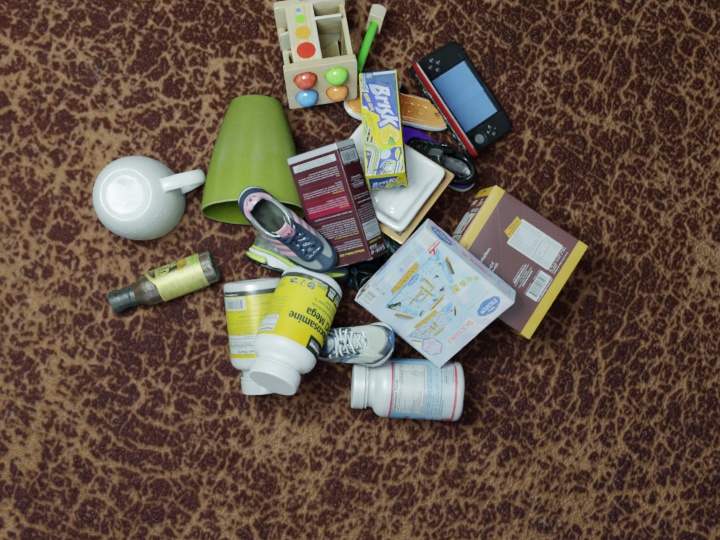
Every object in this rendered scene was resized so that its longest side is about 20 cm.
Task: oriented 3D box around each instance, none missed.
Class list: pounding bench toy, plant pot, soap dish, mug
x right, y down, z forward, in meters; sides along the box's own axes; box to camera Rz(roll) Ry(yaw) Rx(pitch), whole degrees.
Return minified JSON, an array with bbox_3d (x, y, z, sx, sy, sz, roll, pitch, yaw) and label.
[{"bbox_3d":[-0.040,-0.383,1.477,0.199,0.124,0.157,-10,71,-3],"label":"pounding bench toy"},{"bbox_3d":[-0.186,-0.199,1.482,0.186,0.187,0.202,0,81,-3],"label":"plant pot"},{"bbox_3d":[0.041,-0.152,1.487,0.199,0.081,0.158,34,78,17],"label":"soap dish"},{"bbox_3d":[-0.366,-0.135,1.464,0.199,0.175,0.149,-18,93,-3],"label":"mug"}]

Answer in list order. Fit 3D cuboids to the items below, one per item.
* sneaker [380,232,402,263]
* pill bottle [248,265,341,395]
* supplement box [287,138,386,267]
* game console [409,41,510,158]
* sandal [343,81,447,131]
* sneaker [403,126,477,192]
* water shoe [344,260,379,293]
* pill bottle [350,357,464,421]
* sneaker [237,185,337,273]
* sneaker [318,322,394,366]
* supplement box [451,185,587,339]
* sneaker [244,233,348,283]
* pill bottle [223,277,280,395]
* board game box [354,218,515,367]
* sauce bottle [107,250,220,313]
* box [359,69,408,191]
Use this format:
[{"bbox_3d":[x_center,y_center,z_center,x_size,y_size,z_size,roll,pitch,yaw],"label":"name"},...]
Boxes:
[{"bbox_3d":[0.051,-0.044,1.541,0.079,0.075,0.201,-14,83,-12],"label":"sneaker"},{"bbox_3d":[-0.113,0.102,1.424,0.112,0.113,0.201,23,63,-4],"label":"pill bottle"},{"bbox_3d":[-0.039,-0.110,1.422,0.108,0.061,0.201,-12,99,34],"label":"supplement box"},{"bbox_3d":[0.185,-0.311,1.495,0.172,0.119,0.201,-36,94,-23],"label":"game console"},{"bbox_3d":[0.074,-0.310,1.533,0.205,0.059,0.080,8,67,-7],"label":"sandal"},{"bbox_3d":[0.127,-0.212,1.525,0.199,0.100,0.070,25,90,0],"label":"sneaker"},{"bbox_3d":[0.000,0.000,1.536,0.200,0.079,0.072,43,89,-3],"label":"water shoe"},{"bbox_3d":[0.084,0.215,1.533,0.198,0.109,0.110,4,91,-3],"label":"pill bottle"},{"bbox_3d":[-0.115,-0.056,1.360,0.200,0.082,0.070,37,93,-18],"label":"sneaker"},{"bbox_3d":[-0.026,0.133,1.480,0.085,0.199,0.078,8,74,-46],"label":"sneaker"},{"bbox_3d":[0.260,-0.016,1.524,0.199,0.133,0.198,33,90,-4],"label":"supplement box"},{"bbox_3d":[-0.111,-0.029,1.515,0.199,0.074,0.081,18,83,16],"label":"sneaker"},{"bbox_3d":[-0.183,0.117,1.514,0.110,0.111,0.202,-5,93,-3],"label":"pill bottle"},{"bbox_3d":[0.127,0.043,1.446,0.199,0.041,0.200,40,122,-8],"label":"board game box"},{"bbox_3d":[-0.357,0.025,1.524,0.199,0.065,0.065,-21,93,-4],"label":"sauce bottle"},{"bbox_3d":[0.039,-0.241,1.441,0.070,0.064,0.201,-5,69,5],"label":"box"}]
